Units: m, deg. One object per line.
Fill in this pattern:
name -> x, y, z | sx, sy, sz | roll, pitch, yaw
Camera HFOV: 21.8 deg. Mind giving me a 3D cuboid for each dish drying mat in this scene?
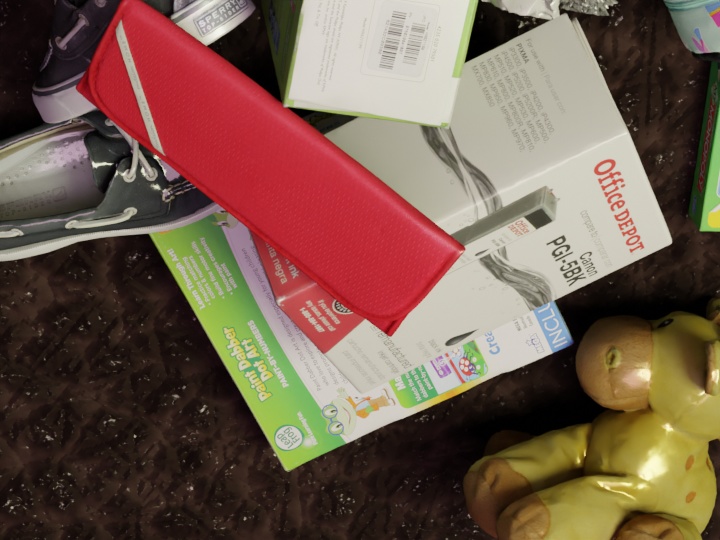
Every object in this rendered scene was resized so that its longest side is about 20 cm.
dish drying mat -> -0.047, -0.049, 0.904 | 0.200, 0.018, 0.077 | 39, 133, 0

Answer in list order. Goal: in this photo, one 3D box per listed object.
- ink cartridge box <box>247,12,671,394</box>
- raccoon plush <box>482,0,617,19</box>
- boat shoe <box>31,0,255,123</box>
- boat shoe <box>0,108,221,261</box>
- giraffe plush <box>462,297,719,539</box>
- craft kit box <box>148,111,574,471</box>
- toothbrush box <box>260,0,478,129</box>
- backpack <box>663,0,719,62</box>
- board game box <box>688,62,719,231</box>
ink cartridge box -> 0.054, -0.031, 1.005 | 0.200, 0.083, 0.147 | -26, 151, 7
raccoon plush -> 0.108, -0.199, 0.936 | 0.097, 0.200, 0.134 | 13, 105, -12
boat shoe -> -0.128, -0.130, 0.973 | 0.072, 0.200, 0.068 | -38, 102, -28
boat shoe -> -0.143, -0.055, 1.042 | 0.200, 0.060, 0.076 | -22, 74, 5
giraffe plush -> 0.176, 0.097, 1.138 | 0.200, 0.173, 0.162 | 8, 109, -21
craft kit box -> 0.000, 0.000, 1.119 | 0.197, 0.049, 0.200 | -25, 118, 3
toothbrush box -> 0.005, -0.179, 0.935 | 0.086, 0.200, 0.146 | 6, 116, -12
backpack -> 0.246, -0.195, 0.997 | 0.200, 0.167, 0.127 | -26, 98, 10
board game box -> 0.305, -0.088, 1.120 | 0.200, 0.029, 0.135 | -1, 117, -7
